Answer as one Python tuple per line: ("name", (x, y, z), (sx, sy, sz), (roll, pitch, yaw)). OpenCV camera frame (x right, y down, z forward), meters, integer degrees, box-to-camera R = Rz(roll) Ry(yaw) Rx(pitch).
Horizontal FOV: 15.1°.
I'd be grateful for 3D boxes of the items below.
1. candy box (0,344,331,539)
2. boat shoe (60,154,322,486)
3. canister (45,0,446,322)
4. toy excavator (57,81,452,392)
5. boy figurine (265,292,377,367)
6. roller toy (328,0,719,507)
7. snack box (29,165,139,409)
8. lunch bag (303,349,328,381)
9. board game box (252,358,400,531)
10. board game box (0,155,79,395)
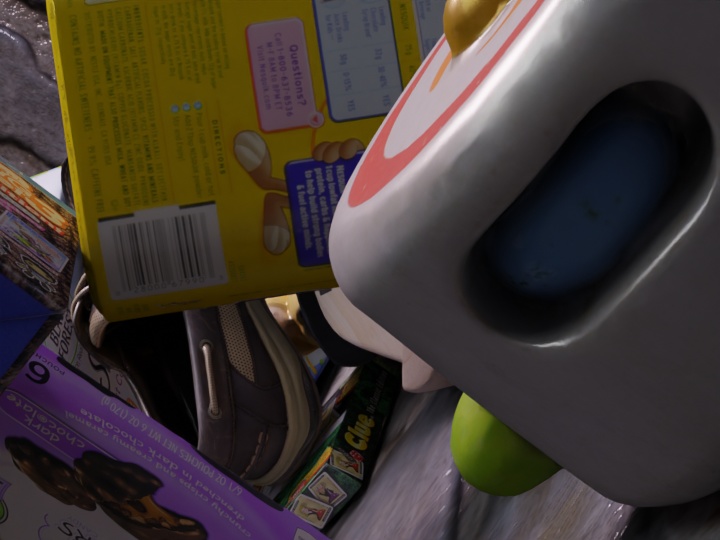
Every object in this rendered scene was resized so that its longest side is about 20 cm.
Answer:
("candy box", (-0.107, 0.133, 1.034), (0.072, 0.168, 0.200), (-52, 9, 25))
("boat shoe", (-0.090, 0.012, 1.240), (0.073, 0.200, 0.075), (0, -44, -46))
("canister", (-0.013, -0.063, 1.047), (0.087, 0.200, 0.149), (93, 168, -82))
("toy excavator", (-0.025, -0.032, 1.167), (0.100, 0.200, 0.194), (-12, -8, -37))
("boy figurine", (0.000, 0.000, 1.318), (0.124, 0.065, 0.200), (-30, 8, -3))
("roller toy", (0.084, -0.041, 0.777), (0.200, 0.140, 0.182), (-56, 9, -20))
("snack box", (-0.140, 0.068, 1.285), (0.053, 0.142, 0.200), (-18, 38, 18))
("lunch bag", (-0.089, 0.083, 1.467), (0.161, 0.082, 0.200), (-39, 17, 51))
("board game box", (-0.055, 0.133, 1.264), (0.200, 0.023, 0.105), (-50, 11, 26))
("board game box", (-0.188, 0.029, 0.986), (0.160, 0.097, 0.200), (-52, 9, 5))
